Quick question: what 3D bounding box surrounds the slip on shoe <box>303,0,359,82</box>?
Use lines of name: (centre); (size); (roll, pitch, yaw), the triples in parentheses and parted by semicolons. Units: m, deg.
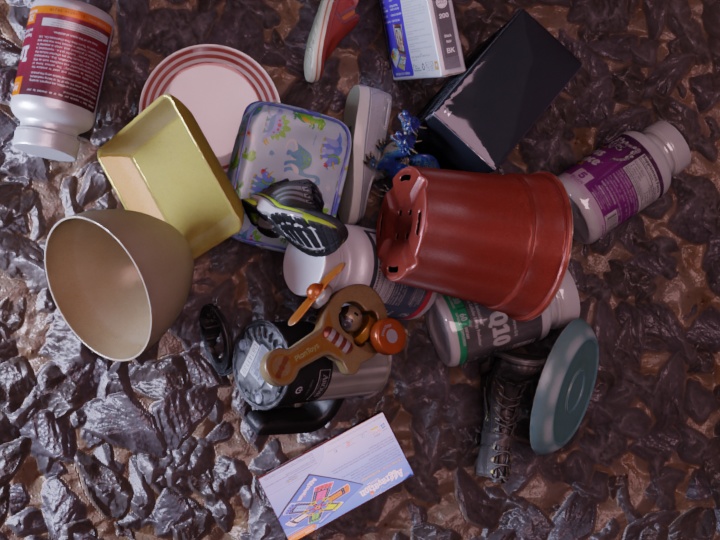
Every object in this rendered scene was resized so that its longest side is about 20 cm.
slip on shoe: (-0.033, -0.358, 1.695); (0.061, 0.074, 0.200); (21, 77, -12)

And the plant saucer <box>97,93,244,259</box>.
plant saucer: (-0.245, -0.116, 1.590); (0.048, 0.200, 0.200); (-30, 92, -46)

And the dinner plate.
dinner plate: (-0.210, -0.218, 1.670); (0.200, 0.024, 0.200); (1, 84, -11)

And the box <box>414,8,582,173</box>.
box: (0.177, -0.231, 1.659); (0.123, 0.198, 0.200); (41, 80, -5)

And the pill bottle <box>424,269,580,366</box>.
pill bottle: (0.200, 0.057, 1.682); (0.200, 0.113, 0.113); (-17, 89, -12)

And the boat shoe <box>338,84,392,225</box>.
boat shoe: (0.012, -0.161, 1.684); (0.071, 0.070, 0.201); (6, 90, -22)

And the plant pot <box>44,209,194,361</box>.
plant pot: (-0.298, 0.002, 1.566); (0.134, 0.200, 0.200); (-30, 92, -45)

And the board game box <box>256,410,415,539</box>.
board game box: (-0.034, 0.288, 1.664); (0.200, 0.019, 0.103); (-27, 89, -12)

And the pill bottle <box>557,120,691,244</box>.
pill bottle: (0.379, -0.134, 1.734); (0.200, 0.112, 0.112); (-33, 92, -13)

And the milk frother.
milk frother: (-0.098, 0.107, 1.616); (0.188, 0.181, 0.200); (1, 51, -45)

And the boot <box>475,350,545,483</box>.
boot: (0.202, 0.205, 1.633); (0.069, 0.200, 0.174); (8, 77, -6)

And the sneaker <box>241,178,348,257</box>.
sneaker: (-0.075, -0.078, 1.513); (0.081, 0.200, 0.074); (-43, 127, -17)

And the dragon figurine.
dragon figurine: (0.071, -0.131, 1.640); (0.059, 0.099, 0.200); (-47, 128, -28)

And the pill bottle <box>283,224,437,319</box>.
pill bottle: (0.000, 0.000, 1.604); (0.200, 0.120, 0.120); (9, 83, -40)

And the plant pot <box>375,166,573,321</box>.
plant pot: (0.136, -0.046, 1.526); (0.195, 0.201, 0.201); (9, 83, -22)

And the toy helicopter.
toy helicopter: (-0.047, 0.077, 1.480); (0.200, 0.079, 0.132); (-30, 99, -35)

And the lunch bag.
lunch bag: (-0.102, -0.124, 1.637); (0.161, 0.082, 0.200); (12, 94, -16)

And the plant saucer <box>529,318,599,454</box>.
plant saucer: (0.291, 0.166, 1.659); (0.027, 0.200, 0.200); (18, 80, 27)

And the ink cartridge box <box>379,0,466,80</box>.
ink cartridge box: (0.074, -0.363, 1.627); (0.043, 0.198, 0.200); (-16, 102, -15)

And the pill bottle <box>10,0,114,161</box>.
pill bottle: (-0.402, -0.254, 1.589); (0.113, 0.113, 0.200); (11, 83, -10)
